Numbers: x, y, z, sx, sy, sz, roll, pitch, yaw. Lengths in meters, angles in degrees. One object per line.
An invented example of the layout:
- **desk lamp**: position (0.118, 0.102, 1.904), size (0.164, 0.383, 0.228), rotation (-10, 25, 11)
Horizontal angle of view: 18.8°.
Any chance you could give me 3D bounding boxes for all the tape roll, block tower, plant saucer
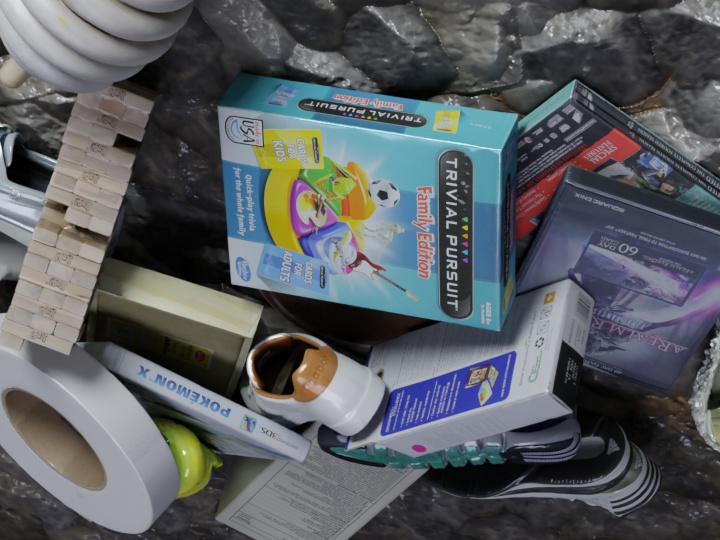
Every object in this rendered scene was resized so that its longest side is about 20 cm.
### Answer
- **tape roll**: position (-0.223, 0.119, 1.658), size (0.202, 0.037, 0.203), rotation (31, 150, 20)
- **block tower**: position (-0.196, -0.038, 1.515), size (0.057, 0.054, 0.201), rotation (20, 104, -5)
- **plant saucer**: position (0.000, 0.000, 1.595), size (0.198, 0.032, 0.201), rotation (10, 141, 8)

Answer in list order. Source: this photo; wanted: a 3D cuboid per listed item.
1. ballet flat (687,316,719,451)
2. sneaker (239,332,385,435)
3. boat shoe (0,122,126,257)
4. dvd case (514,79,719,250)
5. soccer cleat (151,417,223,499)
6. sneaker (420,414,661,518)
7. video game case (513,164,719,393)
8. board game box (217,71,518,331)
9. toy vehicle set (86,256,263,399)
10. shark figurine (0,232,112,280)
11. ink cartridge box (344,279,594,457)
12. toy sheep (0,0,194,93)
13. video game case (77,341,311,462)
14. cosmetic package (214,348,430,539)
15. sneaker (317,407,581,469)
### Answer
- **ballet flat**: position (0.274, 0.091, 1.582), size (0.071, 0.072, 0.201), rotation (7, 142, 11)
- **sneaker**: position (-0.056, 0.072, 1.634), size (0.084, 0.073, 0.200), rotation (33, 166, -22)
- **boat shoe**: position (-0.262, -0.074, 1.577), size (0.200, 0.070, 0.072), rotation (25, 121, -8)
- **dvd case**: position (0.176, -0.040, 1.490), size (0.199, 0.022, 0.146), rotation (32, 140, -19)
- **soccer cleat**: position (-0.147, 0.152, 1.759), size (0.083, 0.065, 0.200), rotation (-5, 172, -18)
- **sneaker**: position (0.145, 0.165, 1.711), size (0.199, 0.076, 0.115), rotation (-2, 152, 39)
- **video game case**: position (0.182, 0.010, 1.517), size (0.142, 0.019, 0.200), rotation (18, 144, -2)
- **board game box**: position (0.006, -0.046, 1.481), size (0.198, 0.047, 0.152), rotation (10, 129, 16)
- **toy vehicle set**: position (-0.146, 0.048, 1.656), size (0.123, 0.027, 0.200), rotation (18, 161, -3)
- **shark figurine**: position (-0.300, 0.006, 1.665), size (0.213, 0.090, 0.128), rotation (-14, 132, 30)
- **ink cartridge box**: position (0.076, 0.076, 1.551), size (0.199, 0.095, 0.037), rotation (-18, 135, 40)
- **toy sheep**: position (-0.171, -0.180, 1.354), size (0.137, 0.139, 0.200), rotation (32, 135, -20)
- **video game case**: position (-0.153, 0.103, 1.707), size (0.181, 0.022, 0.200), rotation (28, 167, -21)
- **cosmetic package**: position (-0.027, 0.155, 1.761), size (0.103, 0.073, 0.200), rotation (28, 141, -15)
- **sneaker**: position (0.067, 0.101, 1.640), size (0.198, 0.088, 0.074), rotation (-1, 163, 5)
